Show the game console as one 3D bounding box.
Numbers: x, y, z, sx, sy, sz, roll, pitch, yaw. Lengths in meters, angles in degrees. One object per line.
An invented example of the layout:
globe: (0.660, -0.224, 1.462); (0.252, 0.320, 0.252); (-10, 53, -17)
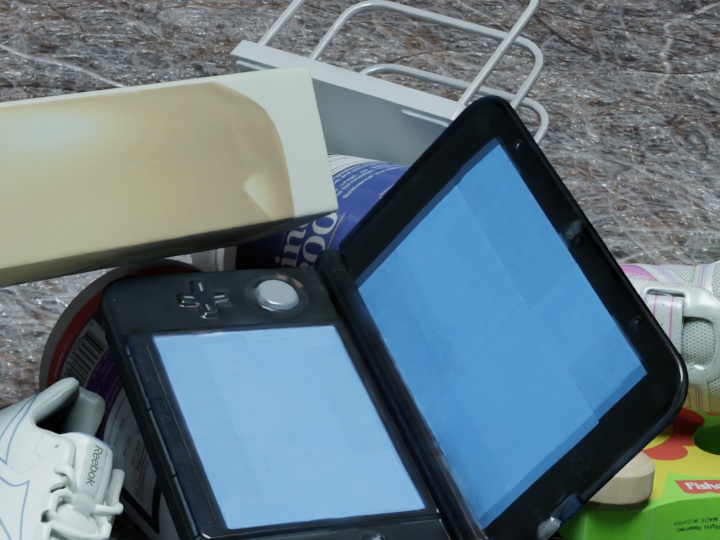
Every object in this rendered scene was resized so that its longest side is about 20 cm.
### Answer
game console: (0.004, 0.029, 0.771); (0.169, 0.119, 0.201); (-3, 39, -24)

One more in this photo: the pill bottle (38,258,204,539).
pill bottle: (-0.059, 0.082, 0.886); (0.111, 0.113, 0.200); (-10, 29, -32)

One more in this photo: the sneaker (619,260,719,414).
sneaker: (0.137, 0.035, 0.970); (0.088, 0.082, 0.199); (-8, 7, -43)

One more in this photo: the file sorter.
file sorter: (0.031, -0.068, 1.087); (0.138, 0.201, 0.125); (18, 53, 25)

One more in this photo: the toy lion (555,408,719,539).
toy lion: (0.144, 0.096, 0.980); (0.198, 0.069, 0.192); (1, 17, -12)

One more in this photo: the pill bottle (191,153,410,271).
pill bottle: (0.000, 0.000, 0.969); (0.110, 0.112, 0.199); (-12, 15, -35)

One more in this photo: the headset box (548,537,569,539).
headset box: (0.143, 0.184, 0.754); (0.198, 0.078, 0.149); (9, 25, 4)

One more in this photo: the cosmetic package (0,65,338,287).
cosmetic package: (-0.121, -0.037, 0.864); (0.198, 0.072, 0.105); (-12, -2, -33)

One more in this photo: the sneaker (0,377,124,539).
sneaker: (-0.138, 0.113, 0.799); (0.074, 0.087, 0.201); (42, 14, -33)
